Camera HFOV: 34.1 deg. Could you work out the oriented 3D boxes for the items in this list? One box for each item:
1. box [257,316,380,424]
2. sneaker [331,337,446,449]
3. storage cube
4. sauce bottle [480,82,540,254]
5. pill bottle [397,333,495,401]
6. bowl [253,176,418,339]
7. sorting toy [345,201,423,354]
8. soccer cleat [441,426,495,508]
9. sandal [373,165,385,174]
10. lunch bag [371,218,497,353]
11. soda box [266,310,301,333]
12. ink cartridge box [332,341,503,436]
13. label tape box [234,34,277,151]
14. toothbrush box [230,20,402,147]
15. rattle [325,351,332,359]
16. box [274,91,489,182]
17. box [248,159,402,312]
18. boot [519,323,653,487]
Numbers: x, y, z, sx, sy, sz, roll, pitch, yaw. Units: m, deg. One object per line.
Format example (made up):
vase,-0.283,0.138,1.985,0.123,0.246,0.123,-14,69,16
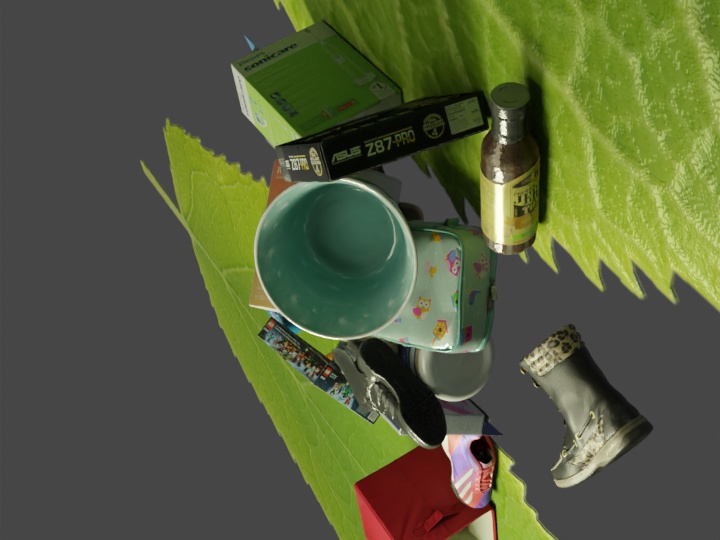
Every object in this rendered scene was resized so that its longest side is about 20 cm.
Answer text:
box,-0.056,0.153,1.777,0.136,0.038,0.200,37,177,36
sneaker,0.037,0.163,1.556,0.201,0.060,0.105,52,153,15
storage cube,0.111,0.423,1.966,0.180,0.169,0.202,48,159,40
sauce bottle,0.154,-0.103,1.212,0.065,0.064,0.202,48,160,36
pill bottle,0.091,0.098,1.616,0.199,0.115,0.117,24,140,62
bowl,-0.019,-0.031,1.403,0.204,0.198,0.105,66,-159,-16
sorting toy,0.000,0.000,1.612,0.183,0.036,0.204,12,94,48
soccer cleat,0.175,0.296,1.773,0.072,0.068,0.202,18,140,40
sandal,-0.025,-0.172,1.643,0.202,0.054,0.082,60,163,6
lunch bag,0.086,0.014,1.452,0.198,0.076,0.164,9,94,49
soda box,-0.107,0.035,1.770,0.064,0.067,0.201,52,168,16
ink cartridge box,0.087,0.170,1.696,0.196,0.197,0.044,41,118,47
label tape box,-0.127,-0.244,1.772,0.200,0.063,0.145,47,169,40
toothbrush box,-0.055,-0.217,1.508,0.200,0.144,0.087,47,158,37
rattle,0.025,0.187,1.852,0.131,0.140,0.202,91,163,-54
box,0.021,-0.147,1.299,0.161,0.197,0.050,9,118,69
box,-0.047,-0.036,1.562,0.150,0.105,0.204,6,85,41
boot,0.241,0.158,1.343,0.152,0.072,0.200,56,158,14
